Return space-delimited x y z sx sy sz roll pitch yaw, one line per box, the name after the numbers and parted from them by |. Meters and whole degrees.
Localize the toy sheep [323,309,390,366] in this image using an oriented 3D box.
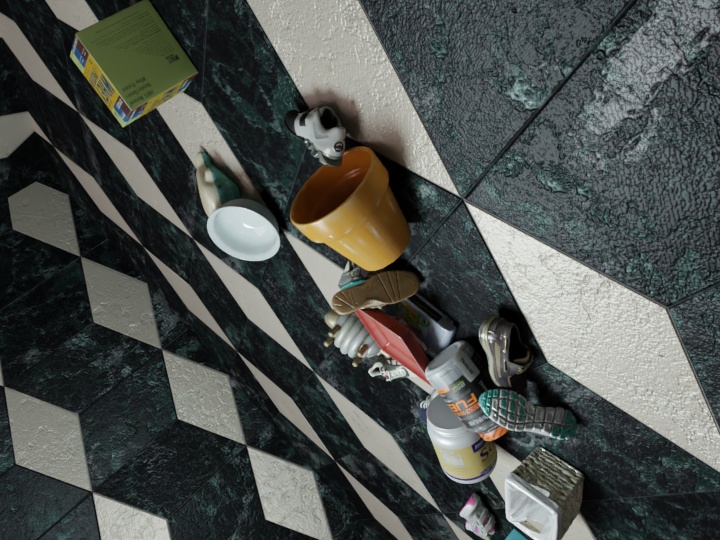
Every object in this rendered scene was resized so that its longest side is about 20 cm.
-0.007 0.166 1.642 0.200 0.138 0.138 37 152 8 | toy sheep

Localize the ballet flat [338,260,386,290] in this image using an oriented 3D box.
0.000 0.000 1.501 0.072 0.072 0.200 53 154 -8 | ballet flat

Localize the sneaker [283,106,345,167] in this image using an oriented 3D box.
-0.081 -0.284 1.240 0.200 0.074 0.089 46 128 40 | sneaker

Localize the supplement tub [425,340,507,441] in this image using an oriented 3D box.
0.243 0.262 1.386 0.200 0.122 0.122 50 154 -2 | supplement tub

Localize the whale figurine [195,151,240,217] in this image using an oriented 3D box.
-0.400 -0.240 1.783 0.159 0.103 0.200 108 142 -61 | whale figurine

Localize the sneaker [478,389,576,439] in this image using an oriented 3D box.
0.329 0.297 1.298 0.199 0.078 0.091 20 164 -2 | sneaker

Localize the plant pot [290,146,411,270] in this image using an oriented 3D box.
-0.002 -0.104 1.235 0.183 0.200 0.200 46 159 -31 | plant pot

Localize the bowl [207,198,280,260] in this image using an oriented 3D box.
-0.302 -0.125 1.720 0.200 0.091 0.201 8 139 7 | bowl

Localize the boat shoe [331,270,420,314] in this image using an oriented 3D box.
0.038 0.048 1.409 0.072 0.199 0.072 -1 -109 -75 | boat shoe

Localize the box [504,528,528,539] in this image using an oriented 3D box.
0.460 0.841 1.897 0.082 0.049 0.200 35 150 26 | box

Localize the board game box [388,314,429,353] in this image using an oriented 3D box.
0.090 0.146 1.521 0.103 0.019 0.200 49 167 -9 | board game box

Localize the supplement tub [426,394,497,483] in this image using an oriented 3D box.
0.243 0.399 1.543 0.145 0.145 0.200 20 142 45 | supplement tub

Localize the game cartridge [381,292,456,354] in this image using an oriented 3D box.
0.127 0.105 1.461 0.200 0.040 0.133 39 156 21 | game cartridge

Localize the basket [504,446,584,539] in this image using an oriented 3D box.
0.417 0.515 1.449 0.135 0.123 0.200 29 147 36 | basket

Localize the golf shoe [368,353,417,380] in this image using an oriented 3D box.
0.104 0.253 1.635 0.200 0.088 0.077 -3 122 57 | golf shoe

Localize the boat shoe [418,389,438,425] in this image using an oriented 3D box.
0.187 0.351 1.650 0.093 0.075 0.200 36 145 40 | boat shoe

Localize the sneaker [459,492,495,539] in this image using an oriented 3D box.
0.356 0.730 1.889 0.088 0.081 0.200 25 153 38 | sneaker

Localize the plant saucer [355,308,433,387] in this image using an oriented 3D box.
0.080 0.158 1.464 0.200 0.037 0.200 32 161 48 | plant saucer

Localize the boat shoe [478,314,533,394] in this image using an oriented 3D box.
0.293 0.174 1.248 0.073 0.075 0.200 9 139 45 | boat shoe

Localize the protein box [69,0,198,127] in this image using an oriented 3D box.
-0.538 -0.491 1.521 0.200 0.198 0.135 55 154 -13 | protein box
